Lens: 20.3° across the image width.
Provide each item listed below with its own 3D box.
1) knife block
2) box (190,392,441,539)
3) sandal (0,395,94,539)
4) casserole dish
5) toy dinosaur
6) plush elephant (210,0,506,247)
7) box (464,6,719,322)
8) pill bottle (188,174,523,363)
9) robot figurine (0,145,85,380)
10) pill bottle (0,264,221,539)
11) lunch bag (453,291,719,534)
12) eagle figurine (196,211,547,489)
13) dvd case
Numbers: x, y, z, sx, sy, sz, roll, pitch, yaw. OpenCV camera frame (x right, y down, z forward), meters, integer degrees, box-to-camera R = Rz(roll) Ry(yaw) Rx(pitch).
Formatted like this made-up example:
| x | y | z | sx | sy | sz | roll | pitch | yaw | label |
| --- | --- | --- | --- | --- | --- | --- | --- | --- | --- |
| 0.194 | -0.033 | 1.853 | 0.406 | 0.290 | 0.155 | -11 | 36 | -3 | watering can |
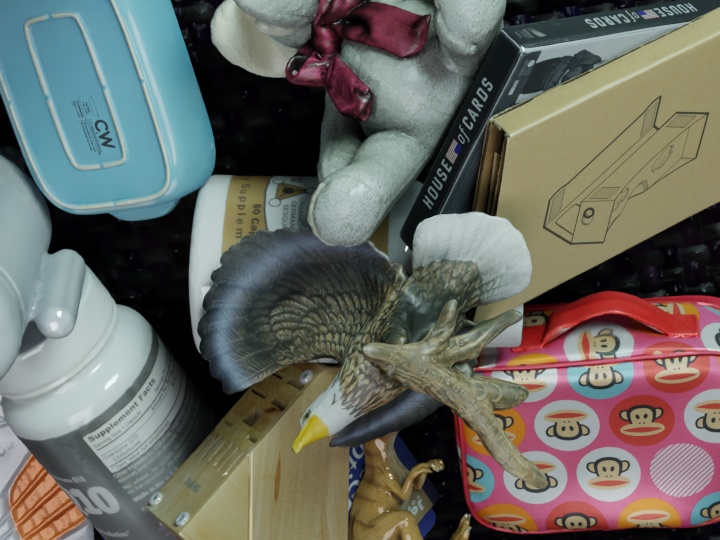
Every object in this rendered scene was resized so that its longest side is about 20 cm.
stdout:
| x | y | z | sx | sy | sz | roll | pitch | yaw | label |
| --- | --- | --- | --- | --- | --- | --- | --- | --- | --- |
| -0.040 | 0.175 | 1.283 | 0.200 | 0.064 | 0.176 | -49 | 117 | -10 | knife block |
| -0.019 | 0.151 | 1.366 | 0.032 | 0.121 | 0.200 | 15 | 147 | 49 | box |
| -0.244 | 0.127 | 1.402 | 0.079 | 0.059 | 0.208 | -20 | 105 | -2 | sandal |
| -0.161 | -0.111 | 1.183 | 0.121 | 0.039 | 0.201 | -6 | 117 | 21 | casserole dish |
| 0.014 | 0.182 | 1.353 | 0.106 | 0.060 | 0.201 | 13 | 94 | -3 | toy dinosaur |
| -0.006 | -0.136 | 1.114 | 0.154 | 0.200 | 0.165 | 33 | 112 | 5 | plush elephant |
| 0.146 | -0.062 | 1.146 | 0.199 | 0.021 | 0.164 | -27 | 146 | -25 | box |
| 0.000 | 0.000 | 1.239 | 0.199 | 0.115 | 0.115 | 1 | 129 | 3 | pill bottle |
| -0.250 | 0.002 | 1.204 | 0.169 | 0.200 | 0.113 | 7 | 129 | -2 | robot figurine |
| -0.164 | 0.095 | 1.328 | 0.113 | 0.114 | 0.200 | -21 | 124 | 20 | pill bottle |
| 0.158 | 0.086 | 1.317 | 0.199 | 0.082 | 0.177 | -3 | 128 | 7 | lunch bag |
| 0.006 | 0.045 | 1.125 | 0.150 | 0.200 | 0.153 | -13 | 100 | -18 | eagle figurine |
| 0.126 | -0.084 | 1.142 | 0.199 | 0.025 | 0.151 | -14 | 143 | -40 | dvd case |
